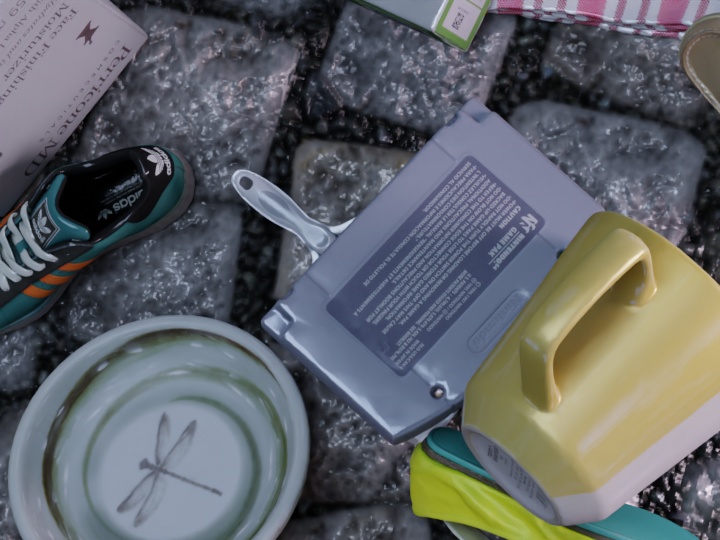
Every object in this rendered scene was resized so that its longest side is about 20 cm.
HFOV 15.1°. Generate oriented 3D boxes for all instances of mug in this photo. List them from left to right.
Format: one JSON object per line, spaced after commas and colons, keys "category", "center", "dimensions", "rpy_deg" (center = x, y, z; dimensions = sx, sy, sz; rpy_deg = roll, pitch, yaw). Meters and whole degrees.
{"category": "mug", "center": [0.132, 0.057, 1.614], "dimensions": [0.153, 0.187, 0.149], "rpy_deg": [-44, 31, -12]}

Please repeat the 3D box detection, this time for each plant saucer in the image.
{"category": "plant saucer", "center": [-0.124, 0.127, 1.744], "dimensions": [0.200, 0.050, 0.201], "rpy_deg": [-7, 61, 12]}

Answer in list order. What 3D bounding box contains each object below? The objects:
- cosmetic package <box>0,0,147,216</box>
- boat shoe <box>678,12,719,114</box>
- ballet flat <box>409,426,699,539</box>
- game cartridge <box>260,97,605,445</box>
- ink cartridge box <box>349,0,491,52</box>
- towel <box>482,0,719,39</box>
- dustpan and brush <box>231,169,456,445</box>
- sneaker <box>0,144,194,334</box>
{"category": "cosmetic package", "center": [-0.274, -0.161, 1.766], "dimensions": [0.165, 0.200, 0.165], "rpy_deg": [41, 94, 18]}
{"category": "boat shoe", "center": [0.273, -0.087, 1.662], "dimensions": [0.200, 0.065, 0.072], "rpy_deg": [39, 125, 14]}
{"category": "ballet flat", "center": [0.117, 0.162, 1.687], "dimensions": [0.200, 0.067, 0.067], "rpy_deg": [23, 109, 20]}
{"category": "game cartridge", "center": [0.052, 0.005, 1.696], "dimensions": [0.133, 0.041, 0.200], "rpy_deg": [41, 79, 12]}
{"category": "ink cartridge box", "center": [0.059, -0.253, 1.746], "dimensions": [0.104, 0.059, 0.200], "rpy_deg": [27, 93, 28]}
{"category": "towel", "center": [0.178, -0.225, 1.740], "dimensions": [0.199, 0.030, 0.147], "rpy_deg": [9, 83, 17]}
{"category": "dustpan and brush", "center": [0.000, 0.000, 1.738], "dimensions": [0.200, 0.057, 0.140], "rpy_deg": [38, 93, 17]}
{"category": "sneaker", "center": [-0.206, -0.025, 1.789], "dimensions": [0.200, 0.080, 0.071], "rpy_deg": [-34, 75, 9]}
